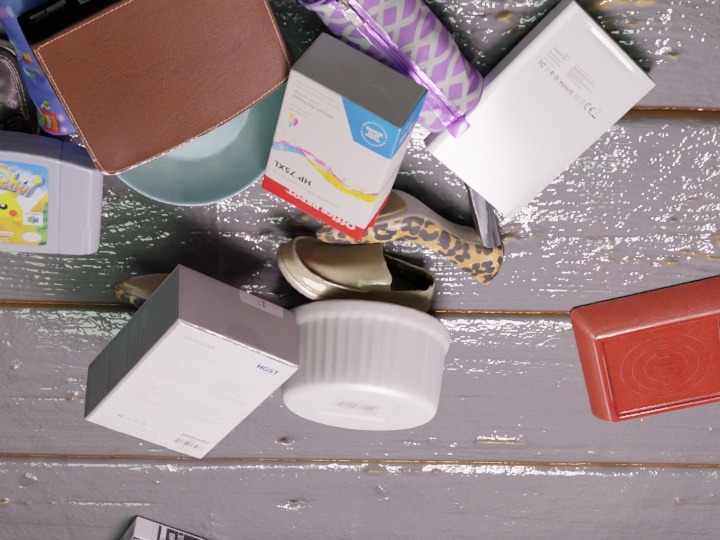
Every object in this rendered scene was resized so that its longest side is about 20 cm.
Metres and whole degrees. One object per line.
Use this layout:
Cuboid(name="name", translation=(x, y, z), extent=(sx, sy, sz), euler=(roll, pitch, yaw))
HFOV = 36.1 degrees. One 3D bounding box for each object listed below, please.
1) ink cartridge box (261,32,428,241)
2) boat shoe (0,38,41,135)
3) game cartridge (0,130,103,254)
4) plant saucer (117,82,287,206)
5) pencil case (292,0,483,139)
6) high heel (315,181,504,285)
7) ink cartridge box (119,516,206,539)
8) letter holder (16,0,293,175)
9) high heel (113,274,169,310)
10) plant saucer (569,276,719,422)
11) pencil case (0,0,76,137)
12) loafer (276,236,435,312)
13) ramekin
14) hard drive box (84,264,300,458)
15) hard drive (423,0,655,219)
Cuboid(name="ink cartridge box", translation=(-0.023, -0.110, 1.052), extent=(0.115, 0.068, 0.201), euler=(28, 140, 6))
Cuboid(name="boat shoe", translation=(-0.359, -0.133, 1.109), extent=(0.071, 0.065, 0.202), euler=(7, 131, -7))
Cuboid(name="game cartridge", translation=(-0.357, -0.077, 1.095), extent=(0.196, 0.041, 0.135), euler=(2, 131, -14))
Cuboid(name="plant saucer", translation=(-0.165, -0.165, 1.072), extent=(0.197, 0.039, 0.204), euler=(-6, 112, -14))
Cuboid(name="pencil case", translation=(0.033, -0.215, 1.028), extent=(0.084, 0.086, 0.199), euler=(-41, 122, 17))
Cuboid(name="high heel", translation=(0.059, -0.021, 1.203), extent=(0.197, 0.072, 0.144), euler=(-15, 124, 1))
Cuboid(name="ink cartridge box", translation=(-0.259, 0.430, 1.619), extent=(0.198, 0.040, 0.100), euler=(23, 126, -20))
Cuboid(name="letter holder", translation=(-0.176, -0.195, 0.976), extent=(0.198, 0.101, 0.143), euler=(-30, 124, -9))
Cuboid(name="high heel", translation=(-0.211, 0.084, 1.281), extent=(0.197, 0.072, 0.143), euler=(17, 123, -27))
Cuboid(name="plant saucer", translation=(0.369, 0.108, 1.344), extent=(0.197, 0.037, 0.201), euler=(-12, 130, 11))
Cuboid(name="pencil case", translation=(-0.297, -0.222, 1.027), extent=(0.078, 0.086, 0.202), euler=(-39, 136, -24))
Cuboid(name="loafer", translation=(0.000, 0.000, 1.227), extent=(0.198, 0.076, 0.069), euler=(18, 128, -28))
Cuboid(name="ramekin", translation=(0.002, 0.113, 1.252), extent=(0.197, 0.099, 0.201), euler=(4, 158, 2))
Cuboid(name="hard drive box", translation=(-0.184, 0.105, 1.200), extent=(0.154, 0.078, 0.200), euler=(25, 129, -32))
Cuboid(name="hard drive", translation=(0.177, -0.157, 1.099), extent=(0.131, 0.027, 0.200), euler=(35, 113, -27))
